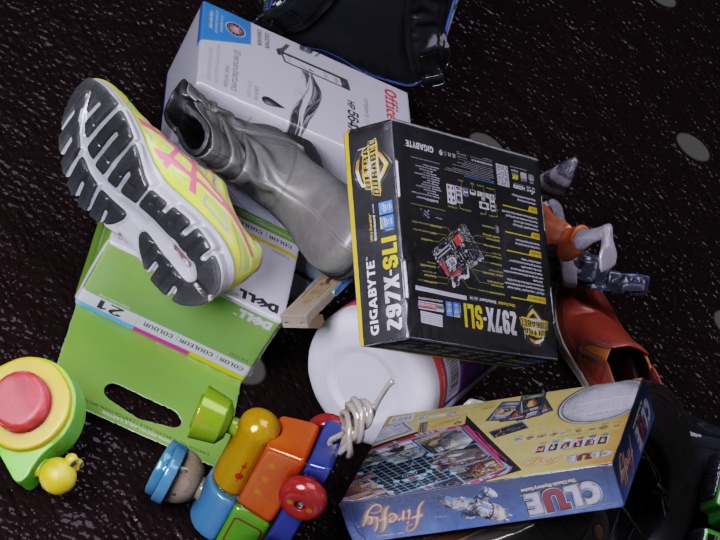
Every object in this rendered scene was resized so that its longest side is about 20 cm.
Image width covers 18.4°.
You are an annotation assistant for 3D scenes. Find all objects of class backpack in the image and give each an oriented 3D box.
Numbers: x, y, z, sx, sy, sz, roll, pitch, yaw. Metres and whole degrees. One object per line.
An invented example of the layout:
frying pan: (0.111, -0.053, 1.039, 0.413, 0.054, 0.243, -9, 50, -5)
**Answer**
backpack: (0.011, -0.284, 1.997, 0.198, 0.192, 0.154, 16, 25, -23)

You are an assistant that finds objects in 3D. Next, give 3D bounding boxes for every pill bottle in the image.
pill bottle: (0.052, 0.049, 1.735, 0.112, 0.113, 0.200, 42, 37, 10)

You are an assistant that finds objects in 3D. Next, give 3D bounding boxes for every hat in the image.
hat: (0.175, 0.178, 1.699, 0.080, 0.203, 0.200, 9, 16, 43)

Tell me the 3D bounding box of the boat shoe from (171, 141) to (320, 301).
boat shoe: (-0.100, -0.042, 1.764, 0.199, 0.074, 0.067, 37, 21, -14)

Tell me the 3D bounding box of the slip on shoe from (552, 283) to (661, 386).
slip on shoe: (0.215, 0.075, 1.871, 0.073, 0.061, 0.201, 8, 42, -27)

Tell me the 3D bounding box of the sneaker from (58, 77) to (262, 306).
sneaker: (-0.144, -0.058, 1.620, 0.090, 0.078, 0.201, -12, 61, -53)

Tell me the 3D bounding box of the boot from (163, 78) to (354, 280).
boot: (-0.075, -0.068, 1.662, 0.130, 0.068, 0.200, 25, 14, -35)

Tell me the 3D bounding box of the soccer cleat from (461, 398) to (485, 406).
soccer cleat: (0.088, 0.186, 1.638, 0.068, 0.085, 0.201, 14, 42, -25)

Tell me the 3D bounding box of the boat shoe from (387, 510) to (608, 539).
boat shoe: (0.075, 0.195, 1.574, 0.198, 0.076, 0.074, -17, 36, -1)

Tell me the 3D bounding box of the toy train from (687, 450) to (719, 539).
toy train: (0.274, 0.230, 1.706, 0.056, 0.042, 0.202, 22, 67, -14)

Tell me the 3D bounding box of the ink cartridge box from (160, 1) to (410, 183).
ink cartridge box: (-0.059, -0.121, 1.840, 0.199, 0.085, 0.146, 22, 30, -16)

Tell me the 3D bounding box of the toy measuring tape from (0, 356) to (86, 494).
toy measuring tape: (-0.241, 0.066, 1.525, 0.073, 0.074, 0.201, -12, 59, -44)

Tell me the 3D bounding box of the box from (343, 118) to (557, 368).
box: (0.069, -0.016, 1.643, 0.199, 0.049, 0.161, 9, 74, -52)

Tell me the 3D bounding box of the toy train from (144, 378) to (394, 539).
toy train: (-0.065, 0.113, 1.511, 0.115, 0.201, 0.085, 27, 38, -3)

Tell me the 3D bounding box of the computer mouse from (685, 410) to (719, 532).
computer mouse: (0.263, 0.156, 1.777, 0.198, 0.139, 0.053, 19, 25, -5)

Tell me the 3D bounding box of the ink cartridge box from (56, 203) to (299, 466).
ink cartridge box: (-0.134, 0.031, 1.642, 0.147, 0.076, 0.201, 25, 37, -12)

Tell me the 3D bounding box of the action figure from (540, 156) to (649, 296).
action figure: (0.162, -0.038, 1.864, 0.198, 0.106, 0.193, 10, 0, -11)

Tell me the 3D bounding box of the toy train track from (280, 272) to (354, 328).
toy train track: (0.000, 0.000, 1.697, 0.114, 0.033, 0.200, 0, 27, 31)

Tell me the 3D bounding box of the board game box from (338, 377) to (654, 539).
board game box: (0.097, 0.133, 1.560, 0.136, 0.198, 0.035, -54, 131, -61)
